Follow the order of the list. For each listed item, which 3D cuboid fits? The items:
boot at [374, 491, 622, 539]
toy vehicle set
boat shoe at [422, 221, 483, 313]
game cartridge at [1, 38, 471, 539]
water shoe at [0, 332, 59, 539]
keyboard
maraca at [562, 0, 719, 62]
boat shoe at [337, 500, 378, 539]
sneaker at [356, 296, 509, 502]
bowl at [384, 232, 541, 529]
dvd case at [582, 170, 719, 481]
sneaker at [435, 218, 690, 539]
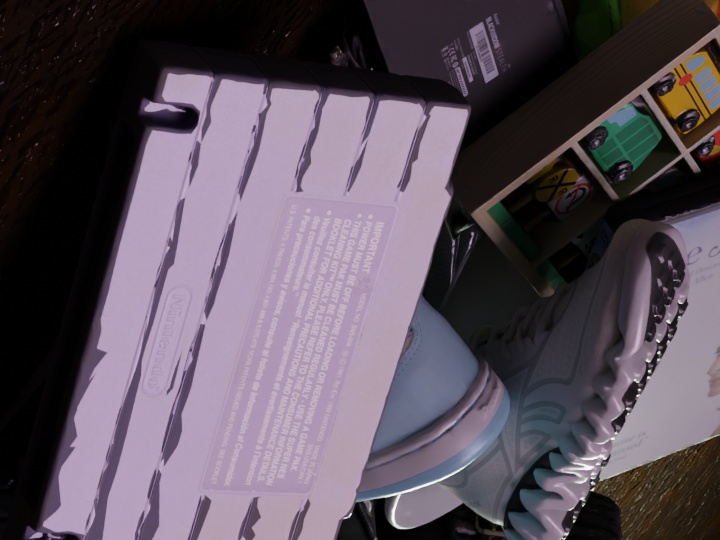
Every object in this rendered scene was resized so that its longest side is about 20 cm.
[{"bbox_3d":[0.049,0.171,1.361,0.080,0.157,0.211,118,-6,-46],"label":"boot"},{"bbox_3d":[0.121,-0.033,1.120,0.124,0.027,0.200,-37,150,5],"label":"toy vehicle set"},{"bbox_3d":[0.000,0.000,1.141,0.073,0.067,0.201,-7,123,-37],"label":"boat shoe"},{"bbox_3d":[-0.044,0.021,0.937,0.129,0.038,0.201,4,114,-34],"label":"game cartridge"},{"bbox_3d":[-0.083,0.033,1.004,0.200,0.071,0.079,-47,-178,1],"label":"water shoe"},{"bbox_3d":[0.028,-0.088,1.026,0.104,0.040,0.200,-33,146,-8],"label":"keyboard"},{"bbox_3d":[0.122,-0.093,1.181,0.107,0.138,0.200,-13,161,16],"label":"maraca"},{"bbox_3d":[-0.027,0.121,1.246,0.071,0.072,0.200,-69,-160,1],"label":"boat shoe"},{"bbox_3d":[-0.050,0.039,1.086,0.200,0.131,0.080,-21,-156,27],"label":"sneaker"},{"bbox_3d":[0.058,0.024,1.285,0.201,0.090,0.201,-40,162,-16],"label":"bowl"},{"bbox_3d":[0.147,0.023,1.179,0.142,0.018,0.200,-17,146,-26],"label":"dvd case"},{"bbox_3d":[0.077,0.046,1.100,0.075,0.081,0.200,-52,169,-41],"label":"sneaker"}]
